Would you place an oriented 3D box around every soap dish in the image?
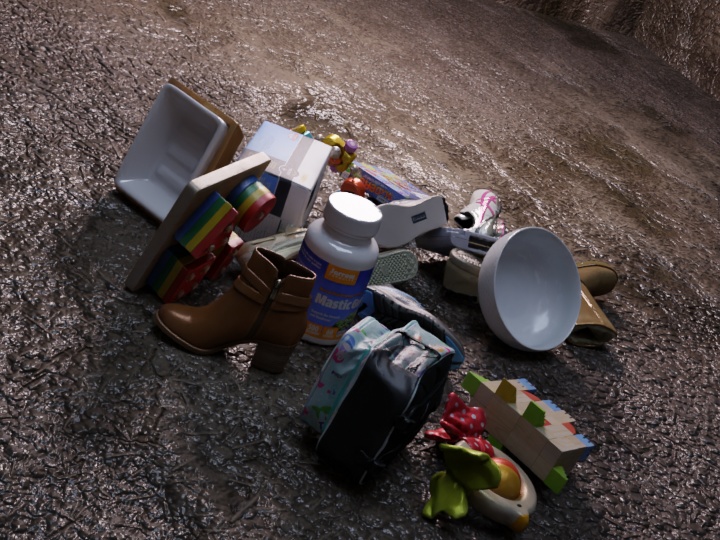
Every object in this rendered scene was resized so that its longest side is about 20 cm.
[{"bbox_3d":[-0.282,-0.177,1.715,0.157,0.202,0.081,35,11,25],"label":"soap dish"}]

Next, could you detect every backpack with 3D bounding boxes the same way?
[{"bbox_3d":[0.028,0.149,1.370,0.150,0.179,0.199,37,26,17],"label":"backpack"}]

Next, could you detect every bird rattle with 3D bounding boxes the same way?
[{"bbox_3d":[0.150,0.260,1.391,0.162,0.113,0.200,35,14,-1],"label":"bird rattle"}]

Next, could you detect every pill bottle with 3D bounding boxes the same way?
[{"bbox_3d":[-0.038,-0.004,1.566,0.110,0.202,0.113,17,27,-9],"label":"pill bottle"}]

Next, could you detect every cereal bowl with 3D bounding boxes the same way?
[{"bbox_3d":[0.264,0.033,1.782,0.198,0.204,0.083,0,-7,-36],"label":"cereal bowl"}]

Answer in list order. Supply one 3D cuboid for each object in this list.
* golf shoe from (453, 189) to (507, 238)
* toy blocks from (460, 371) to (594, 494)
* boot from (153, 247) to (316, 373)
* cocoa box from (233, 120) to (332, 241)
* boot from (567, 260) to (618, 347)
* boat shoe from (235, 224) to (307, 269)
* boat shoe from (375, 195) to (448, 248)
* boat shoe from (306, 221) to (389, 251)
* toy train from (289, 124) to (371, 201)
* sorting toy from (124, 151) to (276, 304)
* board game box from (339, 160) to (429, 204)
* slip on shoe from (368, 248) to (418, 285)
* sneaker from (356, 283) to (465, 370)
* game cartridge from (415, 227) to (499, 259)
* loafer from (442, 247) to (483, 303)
[{"bbox_3d":[0.223,-0.105,2.084,0.091,0.073,0.201,16,28,-9],"label":"golf shoe"},{"bbox_3d":[0.244,0.218,1.517,0.200,0.101,0.136,40,21,32],"label":"toy blocks"},{"bbox_3d":[-0.163,0.041,1.440,0.197,0.157,0.077,21,27,-1],"label":"boot"},{"bbox_3d":[-0.140,-0.138,1.801,0.130,0.135,0.201,20,28,-1],"label":"cocoa box"},{"bbox_3d":[0.410,0.062,1.940,0.172,0.067,0.201,1,31,-13],"label":"boot"},{"bbox_3d":[-0.104,-0.041,1.685,0.198,0.072,0.065,-23,71,-34],"label":"boat shoe"},{"bbox_3d":[0.053,-0.077,1.823,0.198,0.076,0.092,-13,2,-41],"label":"boat shoe"},{"bbox_3d":[-0.017,-0.053,1.815,0.198,0.067,0.074,-9,40,-46],"label":"boat shoe"},{"bbox_3d":[-0.071,-0.171,1.927,0.198,0.152,0.056,24,38,21],"label":"toy train"},{"bbox_3d":[-0.211,-0.054,1.545,0.070,0.199,0.200,43,31,7],"label":"sorting toy"},{"bbox_3d":[0.059,-0.148,2.017,0.135,0.035,0.199,34,12,21],"label":"board game box"},{"bbox_3d":[0.000,0.000,1.750,0.198,0.075,0.061,-8,4,-35],"label":"slip on shoe"},{"bbox_3d":[0.086,0.076,1.655,0.199,0.074,0.082,36,30,23],"label":"sneaker"},{"bbox_3d":[0.201,-0.039,1.916,0.198,0.041,0.133,13,-2,-29],"label":"game cartridge"},{"bbox_3d":[0.213,0.025,1.855,0.198,0.069,0.076,26,22,-31],"label":"loafer"}]
